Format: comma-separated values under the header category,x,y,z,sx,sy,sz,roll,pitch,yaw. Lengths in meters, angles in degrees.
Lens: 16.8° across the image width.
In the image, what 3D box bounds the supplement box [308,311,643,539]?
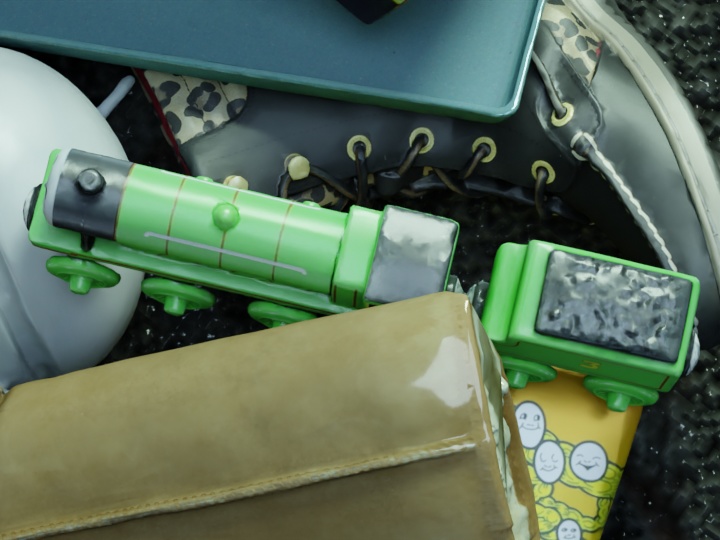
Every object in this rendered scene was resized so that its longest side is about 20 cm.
category,x,y,z,sx,sy,sz,roll,pitch,yaw
supplement box,0.001,0.119,0.749,0.108,0.110,0.201,20,80,2

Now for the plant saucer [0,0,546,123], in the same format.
category,x,y,z,sx,sy,sz,roll,pitch,yaw
plant saucer,-0.040,-0.088,0.771,0.199,0.019,0.070,10,62,12

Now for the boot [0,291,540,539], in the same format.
category,x,y,z,sx,sy,sz,roll,pitch,yaw
boot,-0.062,0.030,0.660,0.199,0.066,0.176,-9,114,14

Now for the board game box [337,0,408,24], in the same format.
category,x,y,z,sx,sy,sz,roll,pitch,yaw
board game box,-0.022,-0.202,0.737,0.200,0.057,0.166,40,59,-14

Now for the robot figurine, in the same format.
category,x,y,z,sx,sy,sz,roll,pitch,yaw
robot figurine,-0.152,0.000,0.764,0.199,0.113,0.170,-24,63,-6

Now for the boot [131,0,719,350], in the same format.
category,x,y,z,sx,sy,sz,roll,pitch,yaw
boot,0.024,-0.036,0.783,0.150,0.073,0.200,-25,68,-7

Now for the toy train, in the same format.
category,x,y,z,sx,sy,sz,roll,pitch,yaw
toy train,0.000,0.000,0.687,0.199,0.056,0.042,12,77,2
